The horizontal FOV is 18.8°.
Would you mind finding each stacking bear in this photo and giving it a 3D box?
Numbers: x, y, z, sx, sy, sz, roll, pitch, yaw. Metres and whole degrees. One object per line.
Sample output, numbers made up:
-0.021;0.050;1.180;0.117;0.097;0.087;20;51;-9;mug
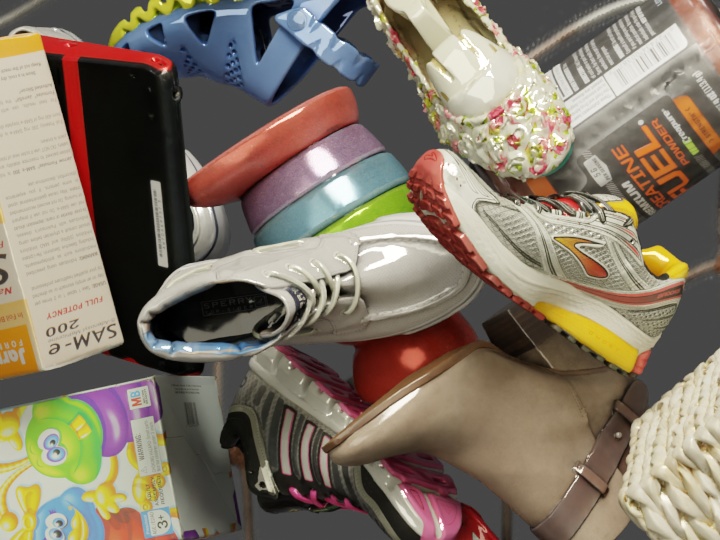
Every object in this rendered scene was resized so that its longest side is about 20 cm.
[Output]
0.000;0.000;1.330;0.114;0.121;0.200;-34;86;20;stacking bear

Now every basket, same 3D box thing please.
0.257;0.119;1.170;0.161;0.198;0.200;-40;91;14;basket

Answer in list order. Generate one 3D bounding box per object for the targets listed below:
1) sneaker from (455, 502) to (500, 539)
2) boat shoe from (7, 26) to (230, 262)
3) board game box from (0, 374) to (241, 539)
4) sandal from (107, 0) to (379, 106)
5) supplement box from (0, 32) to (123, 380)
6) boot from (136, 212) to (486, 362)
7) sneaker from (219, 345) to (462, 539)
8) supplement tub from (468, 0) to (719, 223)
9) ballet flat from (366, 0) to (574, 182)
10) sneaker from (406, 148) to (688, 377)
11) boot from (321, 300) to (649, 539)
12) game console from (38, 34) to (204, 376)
0.017;0.190;1.334;0.200;0.078;0.116;16;83;6;sneaker
-0.166;-0.076;1.405;0.074;0.067;0.200;-46;75;10;boat shoe
-0.192;0.136;1.379;0.200;0.105;0.103;-12;83;17;board game box
-0.067;-0.144;1.375;0.200;0.079;0.087;-14;86;18;sandal
-0.236;-0.033;1.341;0.126;0.073;0.200;-13;94;39;supplement box
-0.026;0.018;1.236;0.200;0.096;0.074;-13;99;10;boot
-0.018;0.123;1.321;0.200;0.074;0.088;40;102;39;sneaker
0.142;-0.075;1.286;0.200;0.107;0.107;-36;77;13;supplement tub
0.052;-0.125;1.265;0.076;0.064;0.200;-42;47;5;ballet flat
0.104;-0.019;1.211;0.082;0.200;0.078;-55;37;5;sneaker
0.090;0.107;1.260;0.200;0.070;0.146;-33;92;-29;boot
-0.163;-0.042;1.352;0.177;0.031;0.200;12;114;41;game console
